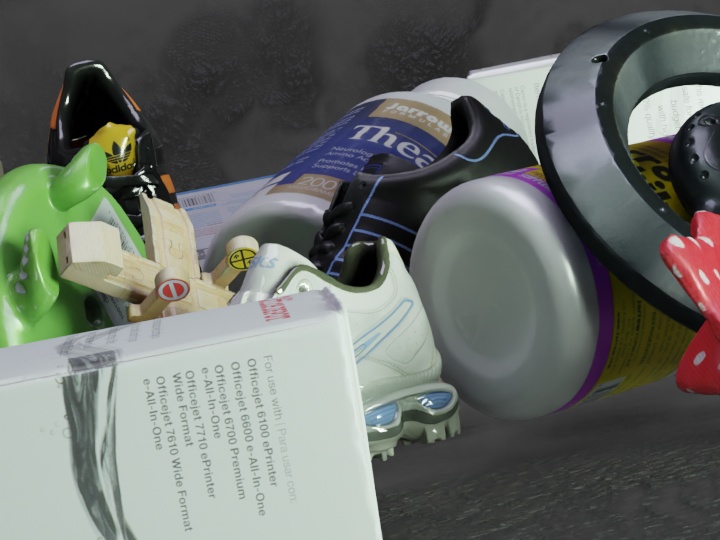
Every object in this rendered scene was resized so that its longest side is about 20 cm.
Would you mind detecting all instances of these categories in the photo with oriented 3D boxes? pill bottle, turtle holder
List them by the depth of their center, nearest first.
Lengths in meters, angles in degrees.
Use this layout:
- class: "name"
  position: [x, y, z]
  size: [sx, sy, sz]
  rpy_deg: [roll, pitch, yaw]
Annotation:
- class: "turtle holder"
  position: [-0.155, 0.047, 1.303]
  size: [0.131, 0.186, 0.141]
  rpy_deg: [-17, -34, 25]
- class: "pill bottle"
  position: [0.124, -0.004, 1.316]
  size: [0.199, 0.105, 0.104]
  rpy_deg: [-14, 5, -41]
- class: "pill bottle"
  position: [0.012, -0.023, 1.516]
  size: [0.110, 0.111, 0.200]
  rpy_deg: [-8, 21, 32]

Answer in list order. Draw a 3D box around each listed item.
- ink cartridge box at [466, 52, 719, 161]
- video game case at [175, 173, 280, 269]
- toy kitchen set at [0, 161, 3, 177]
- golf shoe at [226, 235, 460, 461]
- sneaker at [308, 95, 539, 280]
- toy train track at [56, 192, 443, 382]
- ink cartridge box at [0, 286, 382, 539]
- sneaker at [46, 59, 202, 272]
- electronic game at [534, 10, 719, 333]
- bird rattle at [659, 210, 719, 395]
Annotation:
- class: "ink cartridge box"
  position: [0.169, -0.061, 1.718]
  size: [0.199, 0.147, 0.085]
  rpy_deg: [-10, 3, 2]
- class: "video game case"
  position: [-0.039, 0.005, 1.609]
  size: [0.142, 0.018, 0.200]
  rpy_deg: [-11, 32, -9]
- class: "toy kitchen set"
  position: [-0.173, -0.023, 1.707]
  size: [0.179, 0.201, 0.163]
  rpy_deg: [-10, 4, 15]
- class: "golf shoe"
  position: [-0.047, 0.041, 1.200]
  size: [0.078, 0.098, 0.200]
  rpy_deg: [-6, 7, 41]
- class: "sneaker"
  position: [0.000, 0.000, 1.375]
  size: [0.200, 0.078, 0.070]
  rpy_deg: [-37, 5, -19]
- class: "toy train track"
  position: [-0.036, 0.017, 1.278]
  size: [0.199, 0.115, 0.033]
  rpy_deg: [22, -52, -31]
- class: "ink cartridge box"
  position: [-0.098, 0.067, 1.034]
  size: [0.199, 0.084, 0.145]
  rpy_deg: [-11, 3, -3]
- class: "sneaker"
  position: [-0.125, -0.027, 1.552]
  size: [0.070, 0.090, 0.200]
  rpy_deg: [-13, 44, -12]
- class: "electronic game"
  position: [0.167, -0.037, 1.264]
  size: [0.199, 0.200, 0.042]
  rpy_deg: [-13, -35, -35]
- class: "bird rattle"
  position: [0.216, -0.001, 1.117]
  size: [0.199, 0.113, 0.163]
  rpy_deg: [-19, 25, -41]
